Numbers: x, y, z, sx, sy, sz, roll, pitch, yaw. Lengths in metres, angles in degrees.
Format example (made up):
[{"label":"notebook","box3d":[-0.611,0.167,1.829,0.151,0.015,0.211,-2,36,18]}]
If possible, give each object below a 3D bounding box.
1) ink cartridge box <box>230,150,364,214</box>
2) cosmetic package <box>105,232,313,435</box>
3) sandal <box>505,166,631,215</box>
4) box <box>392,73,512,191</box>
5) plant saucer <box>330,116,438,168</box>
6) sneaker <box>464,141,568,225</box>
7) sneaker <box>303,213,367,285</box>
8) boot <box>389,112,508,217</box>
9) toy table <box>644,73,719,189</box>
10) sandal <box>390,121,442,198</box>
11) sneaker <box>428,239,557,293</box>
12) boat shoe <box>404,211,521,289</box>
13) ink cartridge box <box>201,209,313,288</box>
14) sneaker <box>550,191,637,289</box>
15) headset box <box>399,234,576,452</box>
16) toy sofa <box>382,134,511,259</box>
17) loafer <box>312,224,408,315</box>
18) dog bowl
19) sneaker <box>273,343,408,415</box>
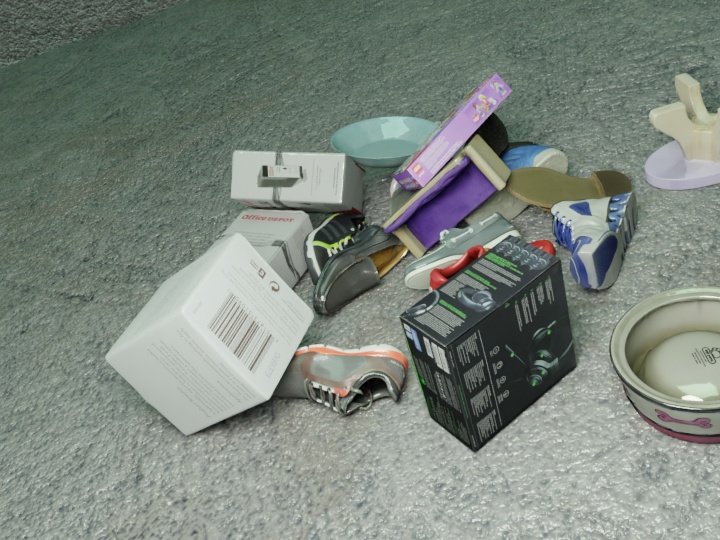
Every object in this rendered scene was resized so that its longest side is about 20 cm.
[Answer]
[{"label":"ink cartridge box","box3d":[-0.104,-0.146,1.415,0.195,0.085,0.147,4,-4,14]},{"label":"cosmetic package","box3d":[-0.203,0.090,1.135,0.198,0.165,0.166,-26,24,39]},{"label":"sandal","box3d":[0.318,-0.111,1.308,0.207,0.070,0.079,-2,55,-12]},{"label":"box","box3d":[0.138,-0.210,1.296,0.200,0.039,0.137,-47,7,-3]},{"label":"plant saucer","box3d":[0.047,-0.217,1.453,0.196,0.039,0.202,-4,28,2]},{"label":"sneaker","box3d":[0.236,-0.147,1.381,0.198,0.078,0.111,-34,29,-7]},{"label":"sneaker","box3d":[-0.034,-0.048,1.360,0.081,0.073,0.201,-10,27,19]},{"label":"boot","box3d":[0.146,-0.166,1.399,0.199,0.073,0.183,-35,16,42]},{"label":"toy table","box3d":[0.536,-0.217,1.289,0.197,0.119,0.184,-24,35,-9]},{"label":"sandal","box3d":[0.094,-0.203,1.522,0.058,0.080,0.207,13,48,34]},{"label":"sneaker","box3d":[0.191,-0.003,1.194,0.197,0.086,0.077,-23,35,-4]},{"label":"boat shoe","box3d":[0.145,-0.032,1.255,0.197,0.073,0.062,-22,65,-15]},{"label":"ink cartridge box","box3d":[-0.178,-0.007,1.370,0.144,0.084,0.201,4,40,32]},{"label":"sneaker","box3d":[0.322,-0.046,1.206,0.113,0.082,0.200,2,33,34]},{"label":"headset box","box3d":[0.165,0.082,1.012,0.198,0.176,0.092,-34,37,-20]},{"label":"toy sofa","box3d":[0.129,-0.105,1.274,0.200,0.083,0.098,-41,6,36]},{"label":"loafer","box3d":[0.000,0.000,1.301,0.071,0.074,0.200,15,49,34]},{"label":"dog bowl","box3d":[0.389,0.110,0.954,0.196,0.075,0.202,-13,34,9]},{"label":"sneaker","box3d":[-0.035,0.151,1.111,0.196,0.078,0.083,-11,42,15]}]
